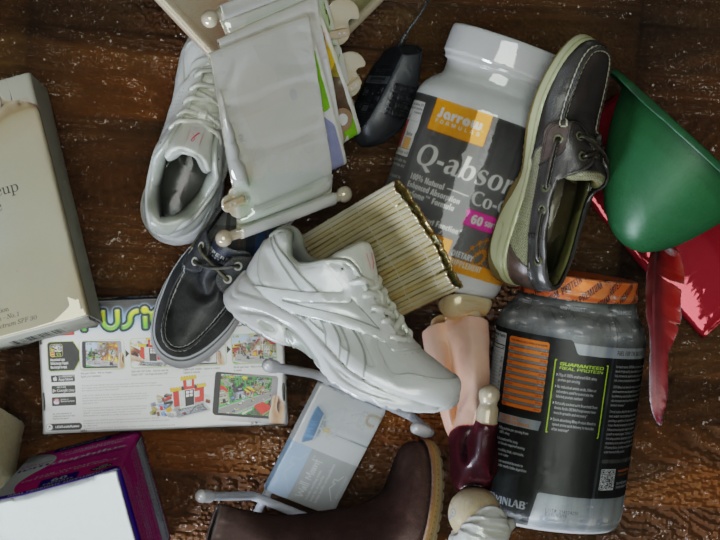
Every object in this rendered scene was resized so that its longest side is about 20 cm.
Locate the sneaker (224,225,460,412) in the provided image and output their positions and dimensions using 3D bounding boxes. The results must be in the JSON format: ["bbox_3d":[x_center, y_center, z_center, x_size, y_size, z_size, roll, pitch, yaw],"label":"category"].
[{"bbox_3d":[-0.004,0.033,1.524,0.200,0.078,0.100,30,101,13],"label":"sneaker"}]

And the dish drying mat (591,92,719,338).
[{"bbox_3d":[0.244,-0.044,1.657,0.077,0.018,0.200,-40,93,-3],"label":"dish drying mat"}]

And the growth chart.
[{"bbox_3d":[-0.057,-0.128,1.561,0.144,0.018,0.201,-15,111,-31],"label":"growth chart"}]

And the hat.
[{"bbox_3d":[0.203,-0.033,1.574,0.176,0.200,0.166,-47,124,7],"label":"hat"}]

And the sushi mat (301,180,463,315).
[{"bbox_3d":[0.000,0.000,1.583,0.012,0.200,0.096,-32,93,-36],"label":"sushi mat"}]

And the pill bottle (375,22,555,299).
[{"bbox_3d":[0.086,-0.087,1.602,0.116,0.116,0.201,18,94,-3],"label":"pill bottle"}]

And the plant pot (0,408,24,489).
[{"bbox_3d":[-0.355,0.185,1.593,0.187,0.187,0.200,30,80,-3],"label":"plant pot"}]

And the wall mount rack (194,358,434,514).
[{"bbox_3d":[-0.042,0.145,1.616,0.173,0.075,0.201,24,96,-27],"label":"wall mount rack"}]

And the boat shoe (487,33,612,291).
[{"bbox_3d":[0.160,-0.079,1.546,0.065,0.073,0.201,22,99,39],"label":"boat shoe"}]

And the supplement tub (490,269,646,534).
[{"bbox_3d":[0.161,0.101,1.614,0.122,0.123,0.201,8,94,-2],"label":"supplement tub"}]

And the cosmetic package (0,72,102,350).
[{"bbox_3d":[-0.279,-0.043,1.599,0.103,0.073,0.201,-16,83,1],"label":"cosmetic package"}]

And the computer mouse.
[{"bbox_3d":[0.048,-0.188,1.628,0.034,0.059,0.201,27,89,-21],"label":"computer mouse"}]

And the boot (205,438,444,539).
[{"bbox_3d":[-0.031,0.205,1.562,0.166,0.072,0.201,20,74,-12],"label":"boot"}]

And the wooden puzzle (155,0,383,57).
[{"bbox_3d":[-0.079,-0.257,1.590,0.200,0.046,0.185,45,70,-2],"label":"wooden puzzle"}]

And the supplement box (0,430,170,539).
[{"bbox_3d":[-0.214,0.196,1.574,0.101,0.200,0.104,-15,93,-1],"label":"supplement box"}]

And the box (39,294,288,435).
[{"bbox_3d":[-0.160,0.074,1.648,0.199,0.035,0.111,-2,94,-1],"label":"box"}]

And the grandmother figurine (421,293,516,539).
[{"bbox_3d":[0.084,0.127,1.561,0.060,0.121,0.201,-4,66,1],"label":"grandmother figurine"}]

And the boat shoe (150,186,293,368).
[{"bbox_3d":[-0.102,-0.015,1.603,0.070,0.066,0.200,35,78,10],"label":"boat shoe"}]

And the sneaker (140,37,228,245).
[{"bbox_3d":[-0.122,-0.113,1.602,0.078,0.099,0.201,15,94,-2],"label":"sneaker"}]
